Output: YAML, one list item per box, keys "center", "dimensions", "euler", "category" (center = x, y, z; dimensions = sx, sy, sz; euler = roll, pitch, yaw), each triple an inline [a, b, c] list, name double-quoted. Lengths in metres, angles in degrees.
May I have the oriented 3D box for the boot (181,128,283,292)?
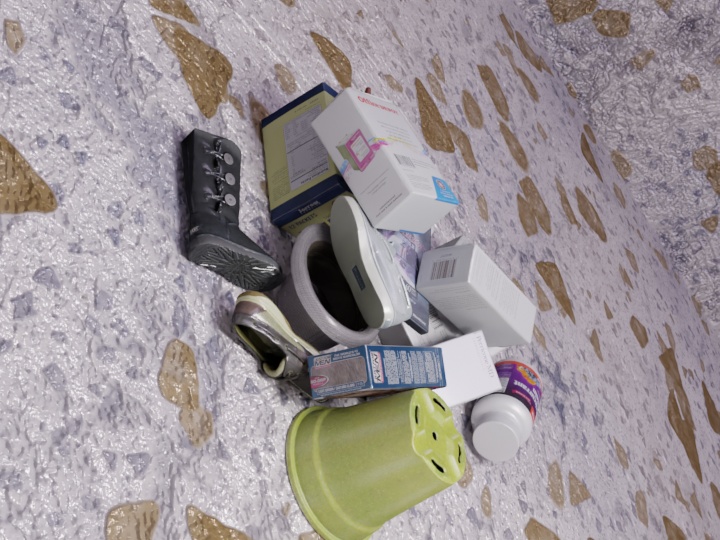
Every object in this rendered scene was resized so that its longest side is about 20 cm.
- center: [-0.179, -0.085, 1.400]
  dimensions: [0.165, 0.065, 0.201]
  euler: [33, 36, -46]
  category: "boot"

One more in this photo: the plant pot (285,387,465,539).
- center: [0.033, 0.250, 1.341]
  dimensions: [0.200, 0.183, 0.202]
  euler: [39, 37, -38]
  category: "plant pot"

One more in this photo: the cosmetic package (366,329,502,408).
- center: [0.108, 0.170, 1.542]
  dimensions: [0.199, 0.071, 0.102]
  euler: [-17, 84, -26]
  category: "cosmetic package"

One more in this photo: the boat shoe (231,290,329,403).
- center: [-0.108, 0.117, 1.344]
  dimensions: [0.201, 0.071, 0.066]
  euler: [52, 42, -25]
  category: "boat shoe"

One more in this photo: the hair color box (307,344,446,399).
- center: [0.026, 0.140, 1.372]
  dimensions: [0.199, 0.099, 0.061]
  euler: [9, 70, -55]
  category: "hair color box"

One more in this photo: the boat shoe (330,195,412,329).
- center: [0.017, -0.013, 1.412]
  dimensions: [0.071, 0.070, 0.202]
  euler: [-7, 69, -38]
  category: "boat shoe"

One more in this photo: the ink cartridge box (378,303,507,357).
- center: [0.143, 0.104, 1.671]
  dimensions: [0.199, 0.084, 0.146]
  euler: [-26, 89, -33]
  category: "ink cartridge box"

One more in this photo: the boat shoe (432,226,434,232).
- center: [0.076, -0.065, 1.805]
  dimensions: [0.066, 0.072, 0.200]
  euler: [59, 36, -17]
  category: "boat shoe"

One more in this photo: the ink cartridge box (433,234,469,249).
- center: [0.169, 0.041, 1.852]
  dimensions: [0.145, 0.083, 0.200]
  euler: [59, 30, -8]
  category: "ink cartridge box"

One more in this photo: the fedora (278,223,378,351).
- center: [-0.056, 0.039, 1.428]
  dimensions: [0.176, 0.090, 0.201]
  euler: [36, 33, -32]
  category: "fedora"

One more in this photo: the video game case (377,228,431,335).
- center: [0.063, -0.020, 1.530]
  dimensions: [0.143, 0.019, 0.201]
  euler: [39, 44, -42]
  category: "video game case"

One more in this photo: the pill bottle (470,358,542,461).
- center: [0.262, 0.253, 1.802]
  dimensions: [0.112, 0.111, 0.200]
  euler: [56, 29, -12]
  category: "pill bottle"

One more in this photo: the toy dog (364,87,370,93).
- center: [-0.022, -0.283, 1.778]
  dimensions: [0.200, 0.131, 0.097]
  euler: [-9, 96, -70]
  category: "toy dog"

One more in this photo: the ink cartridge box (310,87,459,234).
- center: [0.036, -0.159, 1.467]
  dimensions: [0.144, 0.085, 0.201]
  euler: [5, 50, -57]
  category: "ink cartridge box"

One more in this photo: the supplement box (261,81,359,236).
- center: [-0.040, -0.151, 1.604]
  dimensions: [0.200, 0.134, 0.201]
  euler: [30, 43, -47]
  category: "supplement box"

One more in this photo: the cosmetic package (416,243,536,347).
- center: [0.185, 0.044, 1.566]
  dimensions: [0.200, 0.101, 0.075]
  euler: [41, 53, -41]
  category: "cosmetic package"
